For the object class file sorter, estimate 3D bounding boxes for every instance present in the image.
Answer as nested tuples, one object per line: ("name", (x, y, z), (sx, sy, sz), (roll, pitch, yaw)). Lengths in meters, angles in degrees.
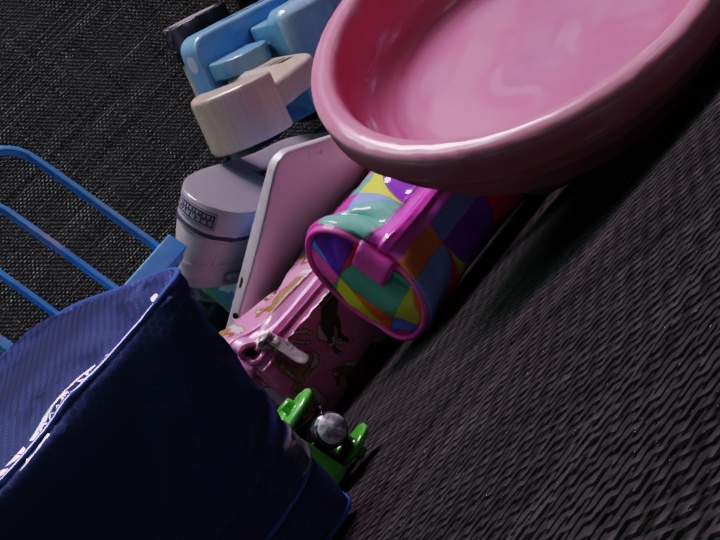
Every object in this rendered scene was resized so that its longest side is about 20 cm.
("file sorter", (-0.211, 0.052, 0.969), (0.200, 0.122, 0.139), (-55, 0, 40))

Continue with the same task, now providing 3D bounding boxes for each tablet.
("tablet", (0.000, -0.033, 1.038), (0.199, 0.014, 0.131), (-21, -43, -47))

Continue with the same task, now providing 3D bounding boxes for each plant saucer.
("plant saucer", (0.076, -0.103, 0.752), (0.199, 0.051, 0.202), (-20, 39, 17))

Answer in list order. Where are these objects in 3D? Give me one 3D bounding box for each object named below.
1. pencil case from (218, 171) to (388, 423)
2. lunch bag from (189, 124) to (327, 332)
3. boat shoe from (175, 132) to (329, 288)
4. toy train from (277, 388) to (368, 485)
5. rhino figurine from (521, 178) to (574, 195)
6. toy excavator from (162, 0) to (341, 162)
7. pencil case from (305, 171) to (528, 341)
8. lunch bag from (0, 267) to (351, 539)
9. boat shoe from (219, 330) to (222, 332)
("pencil case", (0.000, 0.000, 0.972), (0.200, 0.083, 0.086), (-49, 24, -14))
("lunch bag", (-0.034, -0.016, 1.214), (0.170, 0.128, 0.200), (-49, 14, -27))
("boat shoe", (-0.037, -0.034, 1.059), (0.199, 0.072, 0.066), (-24, -43, -52))
("toy train", (-0.045, 0.099, 0.796), (0.057, 0.042, 0.200), (-61, 7, -21))
("rhino figurine", (0.112, -0.116, 0.847), (0.200, 0.087, 0.060), (-50, -28, -19))
("toy excavator", (-0.055, -0.129, 1.109), (0.194, 0.101, 0.199), (-32, 14, -29))
("pencil case", (0.056, -0.059, 0.902), (0.201, 0.088, 0.088), (-52, 4, -23))
("lunch bag", (-0.105, 0.114, 0.627), (0.135, 0.133, 0.200), (-17, 26, 52))
("boat shoe", (-0.080, 0.081, 1.166), (0.063, 0.074, 0.201), (-49, 3, -23))
